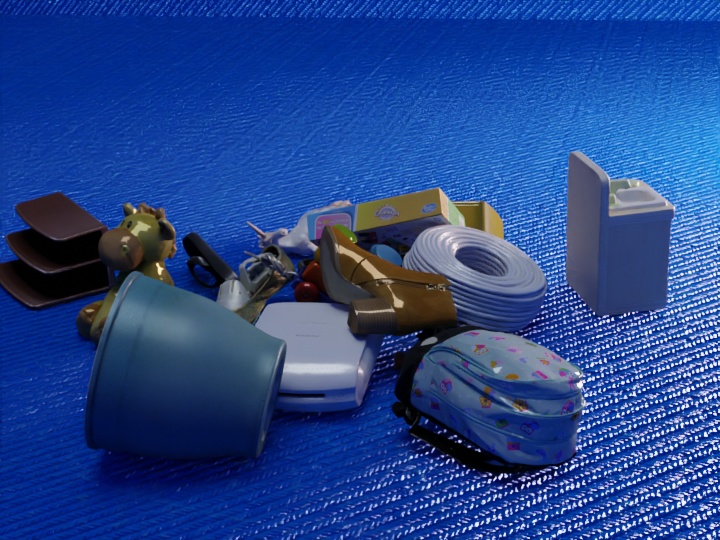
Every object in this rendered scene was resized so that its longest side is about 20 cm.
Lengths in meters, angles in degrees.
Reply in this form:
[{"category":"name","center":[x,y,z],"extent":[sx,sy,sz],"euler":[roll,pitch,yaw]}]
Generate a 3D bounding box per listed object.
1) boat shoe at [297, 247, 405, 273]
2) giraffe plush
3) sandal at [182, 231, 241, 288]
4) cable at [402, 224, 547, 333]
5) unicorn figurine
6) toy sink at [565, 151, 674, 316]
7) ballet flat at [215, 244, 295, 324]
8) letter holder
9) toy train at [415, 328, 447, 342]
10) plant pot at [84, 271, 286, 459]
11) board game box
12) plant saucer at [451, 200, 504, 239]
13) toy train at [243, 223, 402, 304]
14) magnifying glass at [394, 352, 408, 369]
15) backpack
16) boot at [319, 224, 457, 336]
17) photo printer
[{"category":"boat shoe","center":[0.000,0.000,1.808],"extent":[0.198,0.068,0.072],"euler":[-11,22,-23]},{"category":"giraffe plush","center":[-0.297,-0.002,1.714],"extent":[0.171,0.164,0.200],"euler":[6,24,21]},{"category":"sandal","center":[-0.223,-0.002,1.837],"extent":[0.043,0.076,0.200],"euler":[-37,31,-11]},{"category":"cable","center":[0.154,0.008,1.702],"extent":[0.199,0.070,0.200],"euler":[30,28,21]},{"category":"unicorn figurine","center":[-0.079,-0.060,1.969],"extent":[0.136,0.075,0.200],"euler":[-7,7,14]},{"category":"toy sink","center":[0.357,-0.058,1.731],"extent":[0.111,0.202,0.130],"euler":[-7,22,-9]},{"category":"ballet flat","center":[-0.156,0.029,1.715],"extent":[0.070,0.071,0.200],"euler":[9,36,27]},{"category":"letter holder","center":[-0.475,-0.031,1.892],"extent":[0.141,0.102,0.200],"euler":[-18,27,-28]},{"category":"toy train","center":[0.112,0.063,1.685],"extent":[0.045,0.034,0.200],"euler":[6,24,12]},{"category":"plant pot","center":[-0.184,0.120,1.394],"extent":[0.186,0.202,0.200],"euler":[13,24,2]},{"category":"board game box","center":[0.040,-0.060,1.819],"extent":[0.198,0.041,0.153],"euler":[-11,-17,15]},{"category":"plant saucer","center":[0.126,-0.063,1.968],"extent":[0.198,0.049,0.200],"euler":[-1,23,5]},{"category":"toy train","center":[-0.049,-0.015,1.686],"extent":[0.199,0.116,0.085],"euler":[31,25,-2]},{"category":"magnifying glass","center":[0.141,0.116,1.570],"extent":[0.198,0.023,0.080],"euler":[0,23,9]},{"category":"backpack","center":[0.152,0.138,1.382],"extent":[0.166,0.128,0.199],"euler":[-14,28,-34]},{"category":"boot","center":[0.035,0.012,1.598],"extent":[0.143,0.071,0.202],"euler":[-3,40,-20]},{"category":"photo printer","center":[-0.063,0.108,1.549],"extent":[0.165,0.070,0.200],"euler":[2,23,10]}]
